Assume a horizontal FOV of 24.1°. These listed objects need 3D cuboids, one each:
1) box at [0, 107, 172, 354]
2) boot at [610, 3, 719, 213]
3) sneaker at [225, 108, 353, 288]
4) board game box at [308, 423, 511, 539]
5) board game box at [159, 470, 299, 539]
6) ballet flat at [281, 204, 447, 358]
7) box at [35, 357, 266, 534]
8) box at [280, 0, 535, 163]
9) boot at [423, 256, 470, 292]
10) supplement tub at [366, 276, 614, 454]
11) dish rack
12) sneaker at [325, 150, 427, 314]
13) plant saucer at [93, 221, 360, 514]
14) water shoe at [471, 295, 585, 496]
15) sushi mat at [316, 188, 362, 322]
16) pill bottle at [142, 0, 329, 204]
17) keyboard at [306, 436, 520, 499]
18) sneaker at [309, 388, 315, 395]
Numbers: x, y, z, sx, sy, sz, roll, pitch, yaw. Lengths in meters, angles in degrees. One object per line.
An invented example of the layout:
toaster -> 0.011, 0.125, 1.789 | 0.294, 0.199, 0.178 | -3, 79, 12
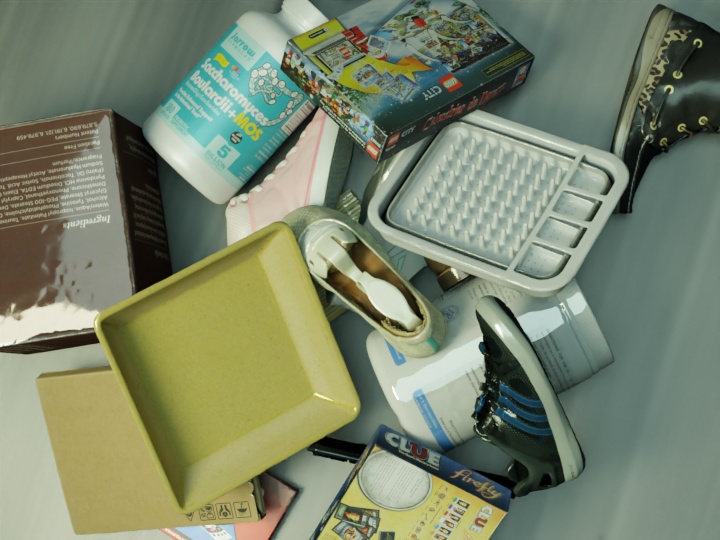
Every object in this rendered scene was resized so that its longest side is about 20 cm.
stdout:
box -> -0.277, -0.032, 1.581 | 0.163, 0.166, 0.202 | -9, 85, 5
boot -> 0.316, -0.136, 1.570 | 0.150, 0.073, 0.201 | 16, 83, 7
sneaker -> -0.073, -0.079, 1.602 | 0.104, 0.075, 0.202 | 12, 81, 14
board game box -> 0.032, 0.247, 1.532 | 0.135, 0.035, 0.201 | 27, 122, -5
board game box -> -0.169, 0.204, 1.628 | 0.199, 0.019, 0.103 | 31, 89, 7
ballet flat -> 0.000, 0.000, 1.496 | 0.200, 0.062, 0.068 | 39, 88, 22
box -> -0.198, 0.165, 1.584 | 0.199, 0.021, 0.165 | -7, 104, 20
box -> 0.045, -0.191, 1.548 | 0.199, 0.038, 0.137 | -30, 65, -34
boot -> 0.140, -0.064, 1.565 | 0.199, 0.074, 0.076 | -32, 85, -14
supplement tub -> 0.118, 0.073, 1.547 | 0.199, 0.132, 0.133 | -27, 84, 4
dish rack -> 0.123, -0.058, 1.506 | 0.199, 0.044, 0.172 | 21, 57, 20
sneaker -> 0.037, -0.046, 1.595 | 0.080, 0.070, 0.201 | 24, 80, -9
plant saucer -> -0.121, 0.083, 1.501 | 0.199, 0.048, 0.201 | -28, 107, -21
water shoe -> 0.130, 0.116, 1.455 | 0.079, 0.072, 0.201 | -27, 116, 2
sushi mat -> -0.062, 0.016, 1.630 | 0.199, 0.012, 0.096 | -36, 82, 3
pill bottle -> -0.105, -0.169, 1.598 | 0.111, 0.111, 0.200 | 42, 92, 7
keyboard -> 0.049, 0.194, 1.562 | 0.199, 0.104, 0.040 | 13, 91, 5
sneaker -> -0.090, 0.068, 1.596 | 0.115, 0.076, 0.201 | -36, 94, -6
